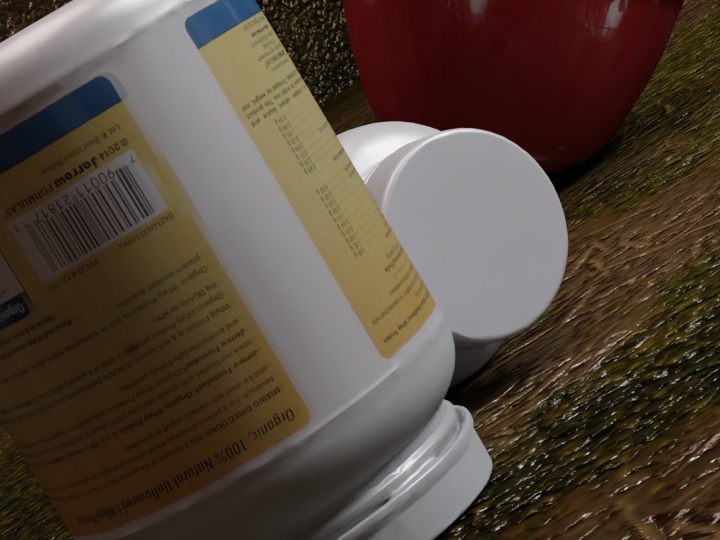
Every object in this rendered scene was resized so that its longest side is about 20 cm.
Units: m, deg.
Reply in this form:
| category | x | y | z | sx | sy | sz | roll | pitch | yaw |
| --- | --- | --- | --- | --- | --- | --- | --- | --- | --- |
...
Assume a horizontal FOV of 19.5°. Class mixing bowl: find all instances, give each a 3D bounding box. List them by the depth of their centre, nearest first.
| category | x | y | z | sx | sy | sz | roll | pitch | yaw |
| --- | --- | --- | --- | --- | --- | --- | --- | --- | --- |
| mixing bowl | 0.077 | -0.116 | 1.169 | 0.199 | 0.109 | 0.200 | 8 | 7 | -1 |

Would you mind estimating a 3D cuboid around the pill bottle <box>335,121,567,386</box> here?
| category | x | y | z | sx | sy | sz | roll | pitch | yaw |
| --- | --- | --- | --- | --- | --- | --- | --- | --- | --- |
| pill bottle | 0.000 | 0.000 | 0.869 | 0.111 | 0.111 | 0.200 | -35 | 8 | -27 |

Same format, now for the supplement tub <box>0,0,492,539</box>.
| category | x | y | z | sx | sy | sz | roll | pitch | yaw |
| --- | --- | --- | --- | --- | --- | --- | --- | --- | --- |
| supplement tub | -0.058 | 0.010 | 0.689 | 0.144 | 0.200 | 0.145 | -30 | 7 | 4 |
